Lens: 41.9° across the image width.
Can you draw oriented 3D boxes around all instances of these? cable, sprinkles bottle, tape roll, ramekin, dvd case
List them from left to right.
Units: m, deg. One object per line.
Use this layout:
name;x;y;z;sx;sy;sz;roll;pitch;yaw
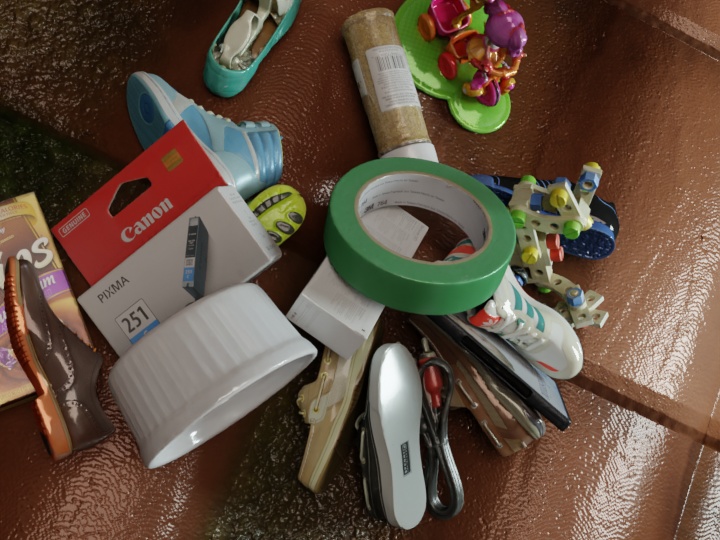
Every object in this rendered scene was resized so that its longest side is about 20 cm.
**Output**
ramekin;-0.151;0.099;0.935;0.200;0.200;0.098;-32;80;-18
sprinkles bottle;0.034;-0.206;1.111;0.068;0.068;0.200;-13;81;-16
tape roll;0.062;-0.041;0.997;0.200;0.048;0.201;8;42;-7
cable;0.085;0.170;1.039;0.050;0.097;0.200;-24;90;-59
dvd case;0.147;0.087;1.042;0.200;0.143;0.018;41;101;-3

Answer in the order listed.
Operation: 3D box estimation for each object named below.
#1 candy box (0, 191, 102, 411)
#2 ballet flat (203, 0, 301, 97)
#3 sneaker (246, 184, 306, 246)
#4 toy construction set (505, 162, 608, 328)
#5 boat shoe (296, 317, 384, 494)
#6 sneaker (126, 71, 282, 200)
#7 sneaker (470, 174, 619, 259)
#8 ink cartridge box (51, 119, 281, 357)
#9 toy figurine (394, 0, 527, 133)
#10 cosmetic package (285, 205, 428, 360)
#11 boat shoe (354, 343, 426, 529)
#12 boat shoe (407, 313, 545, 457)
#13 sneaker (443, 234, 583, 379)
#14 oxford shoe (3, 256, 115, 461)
candy box;-0.357;0.032;0.970;0.117;0.056;0.200;-21;83;-17
ballet flat;-0.118;-0.291;1.091;0.067;0.070;0.200;28;73;-6
sneaker;-0.143;-0.020;1.026;0.200;0.084;0.074;-32;92;0
toy construction set;0.219;-0.026;1.069;0.092;0.131;0.200;-55;137;-52
boat shoe;-0.033;0.140;1.025;0.066;0.074;0.200;15;73;15
sneaker;-0.166;-0.154;1.055;0.131;0.080;0.200;-25;70;-38
sneaker;0.214;-0.078;1.135;0.200;0.070;0.078;21;46;0
ink cartridge box;-0.210;-0.026;0.966;0.200;0.045;0.176;-37;89;14
toy figurine;0.141;-0.279;1.093;0.150;0.184;0.200;-25;85;-17
cosmetic package;0.000;0.000;1.024;0.083;0.051;0.200;34;44;-2
boat shoe;0.023;0.175;1.003;0.071;0.064;0.200;-9;99;-47
boat shoe;0.118;0.126;1.057;0.072;0.076;0.200;-44;79;7
sneaker;0.160;0.055;1.039;0.200;0.070;0.093;50;39;1
oxford shoe;-0.296;0.079;0.917;0.073;0.071;0.200;-17;93;-26
